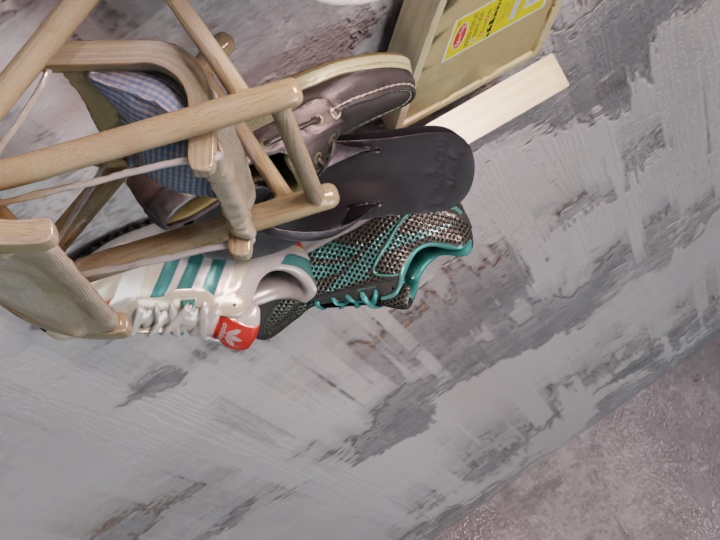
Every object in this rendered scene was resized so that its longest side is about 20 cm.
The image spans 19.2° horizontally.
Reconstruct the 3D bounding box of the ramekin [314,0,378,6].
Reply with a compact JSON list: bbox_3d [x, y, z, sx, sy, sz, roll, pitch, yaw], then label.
[{"bbox_3d":[0.028,-0.223,0.981,0.200,0.098,0.201,-32,164,-10],"label":"ramekin"}]

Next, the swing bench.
[{"bbox_3d":[-0.133,-0.055,1.087,0.200,0.130,0.199,-34,165,-3],"label":"swing bench"}]

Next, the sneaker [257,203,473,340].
[{"bbox_3d":[0.000,0.000,1.613,0.200,0.091,0.078,-38,164,10],"label":"sneaker"}]

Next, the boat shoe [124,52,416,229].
[{"bbox_3d":[-0.050,-0.075,1.294,0.201,0.066,0.072,-20,164,-23],"label":"boat shoe"}]

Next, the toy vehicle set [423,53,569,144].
[{"bbox_3d":[0.042,-0.085,1.499,0.200,0.027,0.124,-31,-178,-15],"label":"toy vehicle set"}]

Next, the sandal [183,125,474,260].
[{"bbox_3d":[-0.018,-0.054,1.382,0.200,0.076,0.043,-15,-155,-14],"label":"sandal"}]

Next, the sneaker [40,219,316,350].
[{"bbox_3d":[-0.114,0.015,1.411,0.200,0.093,0.070,-24,161,-36],"label":"sneaker"}]

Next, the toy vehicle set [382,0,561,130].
[{"bbox_3d":[0.080,-0.170,1.357,0.124,0.027,0.200,-30,164,-20],"label":"toy vehicle set"}]
